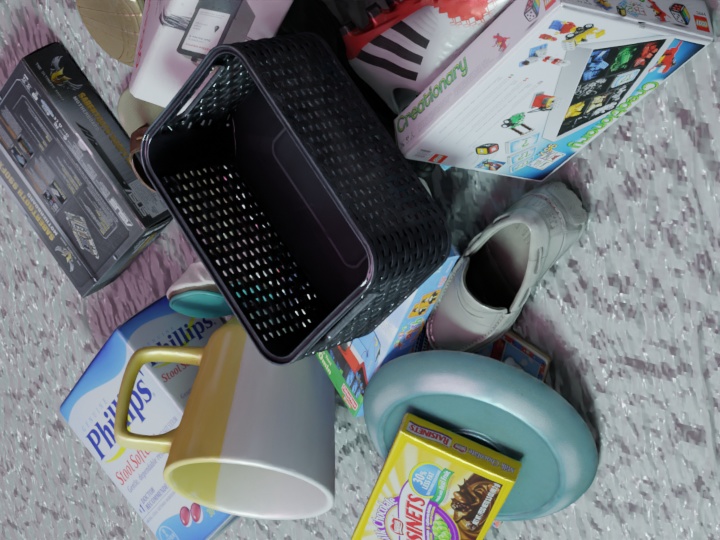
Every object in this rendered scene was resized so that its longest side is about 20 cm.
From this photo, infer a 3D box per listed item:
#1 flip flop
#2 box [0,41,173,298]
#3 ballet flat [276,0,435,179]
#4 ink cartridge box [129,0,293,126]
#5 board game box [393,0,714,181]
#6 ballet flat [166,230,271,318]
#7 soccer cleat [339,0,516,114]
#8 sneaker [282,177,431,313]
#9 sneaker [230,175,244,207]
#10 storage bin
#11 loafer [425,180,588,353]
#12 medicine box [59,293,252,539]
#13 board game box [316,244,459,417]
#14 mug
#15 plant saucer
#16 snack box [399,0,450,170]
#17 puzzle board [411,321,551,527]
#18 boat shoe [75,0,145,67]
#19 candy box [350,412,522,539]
[{"bbox_3d":[-0.168,-0.094,1.491,0.201,0.057,0.081,56,143,33],"label":"flip flop"},{"bbox_3d":[-0.277,-0.093,1.631,0.201,0.048,0.158,54,141,4],"label":"box"},{"bbox_3d":[-0.015,-0.144,1.338,0.066,0.057,0.201,-40,77,18],"label":"ballet flat"},{"bbox_3d":[-0.096,-0.231,1.264,0.083,0.146,0.200,18,136,-16],"label":"ink cartridge box"},{"bbox_3d":[0.126,-0.127,1.153,0.200,0.125,0.035,-41,50,49],"label":"board game box"},{"bbox_3d":[-0.113,0.000,1.515,0.070,0.069,0.200,61,153,-6],"label":"ballet flat"},{"bbox_3d":[0.064,-0.163,1.179,0.199,0.069,0.086,-16,112,52],"label":"soccer cleat"},{"bbox_3d":[-0.016,-0.033,1.303,0.085,0.075,0.200,62,143,16],"label":"sneaker"},{"bbox_3d":[-0.090,-0.126,1.400,0.200,0.073,0.088,54,131,24],"label":"sneaker"},{"bbox_3d":[-0.047,-0.052,1.197,0.135,0.093,0.201,-44,74,37],"label":"storage bin"},{"bbox_3d":[0.098,0.006,1.301,0.070,0.070,0.200,49,137,15],"label":"loafer"},{"bbox_3d":[-0.170,0.149,1.643,0.200,0.103,0.182,50,140,6],"label":"medicine box"},{"bbox_3d":[0.000,0.000,1.396,0.152,0.036,0.201,57,143,29],"label":"board game box"},{"bbox_3d":[-0.101,0.115,1.482,0.186,0.154,0.149,23,152,-28],"label":"mug"},{"bbox_3d":[0.092,0.142,1.377,0.198,0.028,0.201,15,140,12],"label":"plant saucer"},{"bbox_3d":[0.087,-0.170,1.227,0.117,0.037,0.200,53,140,4],"label":"snack box"},{"bbox_3d":[0.077,0.109,1.438,0.150,0.017,0.201,34,134,25],"label":"puzzle board"},{"bbox_3d":[-0.199,-0.252,1.394,0.071,0.065,0.201,17,147,24],"label":"boat shoe"},{"bbox_3d":[0.057,0.198,1.415,0.102,0.027,0.201,25,140,5],"label":"candy box"}]
